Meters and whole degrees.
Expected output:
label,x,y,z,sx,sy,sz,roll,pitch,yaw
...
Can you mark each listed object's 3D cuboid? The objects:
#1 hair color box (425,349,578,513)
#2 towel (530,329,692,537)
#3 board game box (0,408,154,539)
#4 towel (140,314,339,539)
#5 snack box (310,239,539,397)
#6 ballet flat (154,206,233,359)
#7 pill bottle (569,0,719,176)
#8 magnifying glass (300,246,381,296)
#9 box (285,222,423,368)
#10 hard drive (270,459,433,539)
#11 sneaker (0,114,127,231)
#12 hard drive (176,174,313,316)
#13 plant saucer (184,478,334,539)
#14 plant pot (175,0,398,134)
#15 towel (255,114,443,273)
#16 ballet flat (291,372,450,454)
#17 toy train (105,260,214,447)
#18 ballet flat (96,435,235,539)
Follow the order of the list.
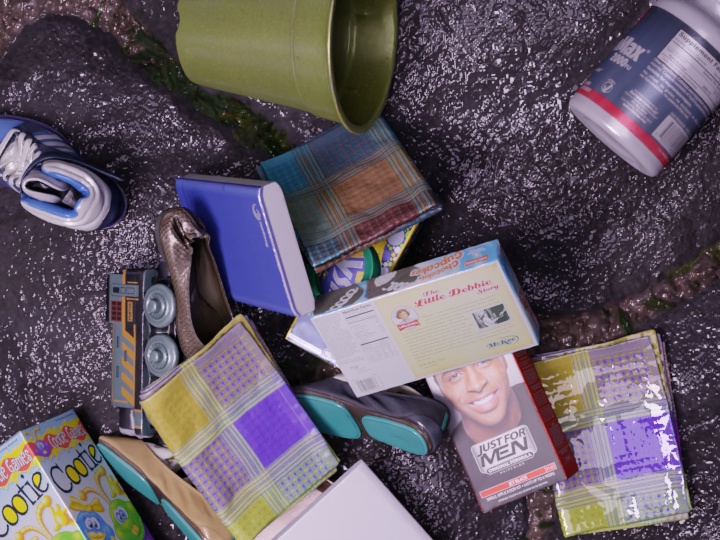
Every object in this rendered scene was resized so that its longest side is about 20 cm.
label,x,y,z,sx,sy,sz,roll,pitch,yaw
hair color box,0.137,0.136,1.596,0.101,0.061,0.200,-26,84,20
towel,0.259,0.170,1.611,0.143,0.023,0.200,-10,88,6
board game box,-0.311,0.265,1.630,0.103,0.105,0.200,-36,85,24
towel,-0.120,0.162,1.570,0.144,0.023,0.200,-36,105,-23
snack box,0.064,0.049,1.531,0.200,0.037,0.116,-17,126,17
ballet flat,-0.158,0.028,1.578,0.046,0.067,0.200,3,116,37
pill bottle,0.317,-0.205,1.561,0.120,0.120,0.200,41,93,6
magnifying glass,-0.061,-0.011,1.607,0.200,0.022,0.080,16,85,37
box,0.000,0.000,1.626,0.070,0.064,0.200,28,92,7
hard drive,0.018,0.314,1.610,0.132,0.025,0.200,-42,96,-5
sneaker,-0.343,-0.109,1.630,0.200,0.146,0.081,32,93,6
hard drive,-0.120,-0.029,1.568,0.025,0.200,0.132,-23,106,-26
plant saucer,-0.088,0.303,1.649,0.200,0.032,0.201,0,88,7
plant pot,-0.082,-0.245,1.594,0.190,0.200,0.200,5,90,20
towel,-0.015,-0.086,1.575,0.146,0.200,0.022,-28,129,-3
ballet flat,0.010,0.142,1.612,0.200,0.073,0.073,10,90,37
toy train,-0.216,0.085,1.640,0.114,0.085,0.200,3,94,37
ballet flat,-0.197,0.227,1.640,0.063,0.069,0.200,-40,60,-21
